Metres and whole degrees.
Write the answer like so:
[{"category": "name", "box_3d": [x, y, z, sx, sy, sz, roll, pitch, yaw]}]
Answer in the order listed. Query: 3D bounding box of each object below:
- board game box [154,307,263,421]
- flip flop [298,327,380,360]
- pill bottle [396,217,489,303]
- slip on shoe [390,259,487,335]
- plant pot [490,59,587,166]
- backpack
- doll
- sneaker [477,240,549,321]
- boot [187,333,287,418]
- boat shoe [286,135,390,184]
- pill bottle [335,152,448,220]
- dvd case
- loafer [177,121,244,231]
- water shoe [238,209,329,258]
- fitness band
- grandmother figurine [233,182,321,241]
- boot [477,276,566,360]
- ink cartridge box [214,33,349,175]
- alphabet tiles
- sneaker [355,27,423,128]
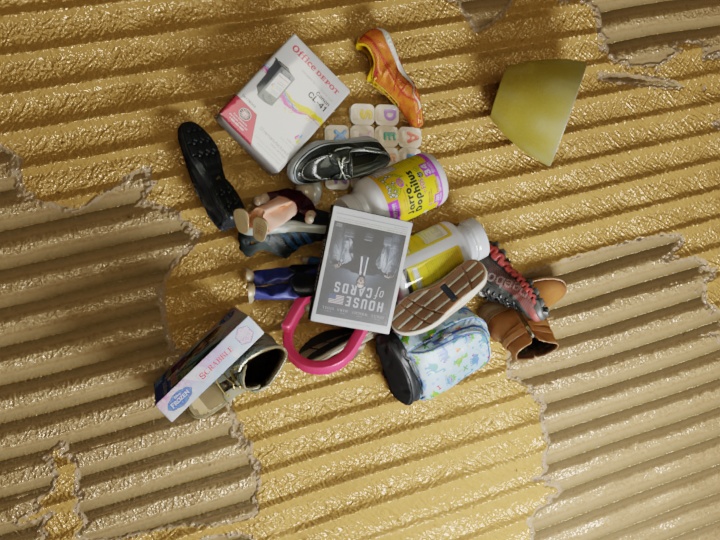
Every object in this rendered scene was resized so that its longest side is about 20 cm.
[{"category": "board game box", "box_3d": [-0.260, 0.150, 1.282, 0.199, 0.200, 0.041, -44, 102, -11]}, {"category": "flip flop", "box_3d": [-0.023, 0.139, 1.422, 0.198, 0.081, 0.058, -22, 112, -20]}, {"category": "pill bottle", "box_3d": [0.139, -0.024, 1.438, 0.198, 0.112, 0.113, -24, 98, -14]}, {"category": "slip on shoe", "box_3d": [0.143, 0.054, 1.379, 0.199, 0.061, 0.076, -37, 70, -5]}, {"category": "plant pot", "box_3d": [0.330, -0.318, 1.460, 0.140, 0.200, 0.203, 20, 86, 9]}, {"category": "backpack", "box_3d": [0.147, 0.148, 1.436, 0.199, 0.153, 0.165, -35, 128, -27]}, {"category": "doll", "box_3d": [-0.104, 0.021, 1.368, 0.197, 0.137, 0.049, -7, 134, -8]}, {"category": "sneaker", "box_3d": [0.277, 0.036, 1.461, 0.098, 0.201, 0.071, -38, 144, 2]}, {"category": "boot", "box_3d": [-0.216, 0.190, 1.318, 0.199, 0.154, 0.072, -40, 102, -12]}, {"category": "boat shoe", "box_3d": [-0.034, -0.196, 1.361, 0.198, 0.071, 0.073, -22, 127, -27]}, {"category": "pill bottle", "box_3d": [0.056, -0.134, 1.392, 0.198, 0.104, 0.105, -26, 99, -21]}, {"category": "dvd case", "box_3d": [0.000, 0.000, 1.325, 0.148, 0.025, 0.203, 11, 94, -16]}, {"category": "loafer", "box_3d": [-0.271, -0.163, 1.335, 0.068, 0.070, 0.202, -22, 82, -45]}, {"category": "water shoe", "box_3d": [-0.127, -0.066, 1.392, 0.197, 0.072, 0.080, 0, 122, -20]}, {"category": "fitness band", "box_3d": [-0.058, 0.095, 1.375, 0.142, 0.038, 0.201, 24, 60, 12]}, {"category": "grandmother figurine", "box_3d": [-0.129, -0.114, 1.337, 0.120, 0.200, 0.061, 31, 127, 14]}, {"category": "boot", "box_3d": [0.342, 0.093, 1.472, 0.197, 0.156, 0.078, -16, 123, -14]}, {"category": "ink cartridge box", "box_3d": [-0.139, -0.293, 1.361, 0.147, 0.086, 0.200, 43, 82, -13]}, {"category": "alphabet tiles", "box_3d": [0.026, -0.214, 1.448, 0.193, 0.015, 0.203, -1, 92, -17]}, {"category": "sneaker", "box_3d": [0.055, -0.351, 1.430, 0.077, 0.073, 0.202, -30, 90, -6]}]
